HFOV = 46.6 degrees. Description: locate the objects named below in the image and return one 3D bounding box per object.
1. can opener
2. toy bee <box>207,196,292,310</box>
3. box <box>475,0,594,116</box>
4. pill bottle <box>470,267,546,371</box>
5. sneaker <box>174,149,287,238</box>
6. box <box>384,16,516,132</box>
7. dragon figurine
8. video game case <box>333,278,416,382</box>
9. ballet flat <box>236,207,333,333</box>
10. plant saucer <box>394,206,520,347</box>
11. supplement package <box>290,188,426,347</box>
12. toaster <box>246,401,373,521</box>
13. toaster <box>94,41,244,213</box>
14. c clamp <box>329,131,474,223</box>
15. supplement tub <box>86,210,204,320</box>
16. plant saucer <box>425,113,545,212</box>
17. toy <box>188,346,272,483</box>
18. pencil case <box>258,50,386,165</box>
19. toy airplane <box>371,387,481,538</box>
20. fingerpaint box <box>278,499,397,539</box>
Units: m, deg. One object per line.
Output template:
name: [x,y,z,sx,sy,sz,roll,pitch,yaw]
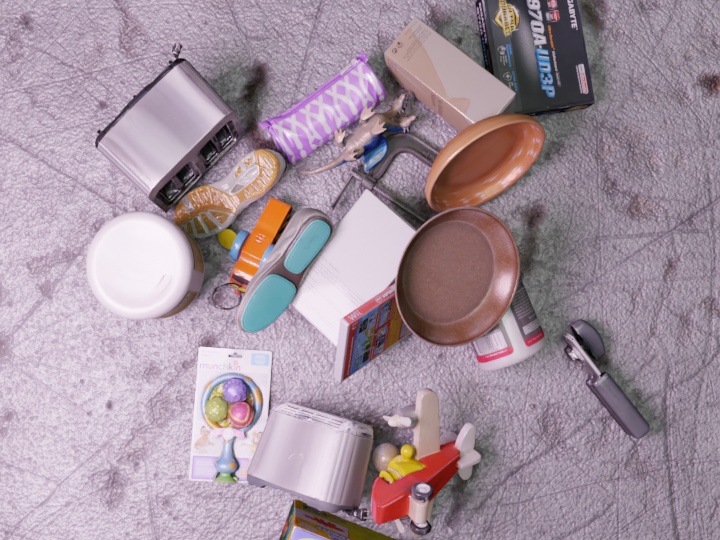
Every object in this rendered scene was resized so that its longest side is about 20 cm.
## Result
can opener: [0.392,0.168,1.315,0.067,0.053,0.201,-39,92,-5]
toy bee: [-0.171,-0.012,1.265,0.131,0.109,0.199,44,63,14]
box: [0.277,-0.349,1.334,0.157,0.046,0.203,-9,88,-4]
pill bottle: [0.198,0.042,1.276,0.110,0.111,0.202,-22,89,-5]
sneaker: [-0.192,-0.114,1.274,0.198,0.088,0.076,-29,94,18]
box: [0.137,-0.284,1.274,0.200,0.095,0.078,41,88,14]
dragon figurine: [0.006,-0.195,1.286,0.200,0.099,0.059,-44,73,10]
video game case: [0.044,0.069,1.220,0.199,0.144,0.017,-33,60,-29]
ballet flat: [-0.111,-0.001,1.182,0.067,0.064,0.201,35,92,-33]
plant saucer: [0.132,0.007,1.173,0.198,0.037,0.203,-6,107,-21]
supplement package: [0.000,0.000,1.235,0.117,0.117,0.200,41,95,13]
toaster: [-0.064,0.272,1.219,0.198,0.113,0.131,11,81,31]
toaster: [-0.272,-0.196,1.207,0.119,0.200,0.181,43,84,3]
c clamp: [0.075,-0.126,1.320,0.198,0.027,0.172,27,80,-1]
supplement tub: [-0.299,-0.003,1.192,0.142,0.200,0.147,0,87,-4]
plant saucer: [0.180,-0.162,1.237,0.198,0.201,0.038,-26,66,-6]
toy: [-0.197,0.221,1.266,0.113,0.047,0.203,4,87,-6]
pencil case: [-0.053,-0.248,1.281,0.199,0.086,0.084,-38,51,-6]
toy airplane: [0.086,0.288,1.242,0.140,0.199,0.202,17,75,32]
fingerpaint box: [-0.019,0.419,1.212,0.198,0.167,0.074,22,85,-4]
